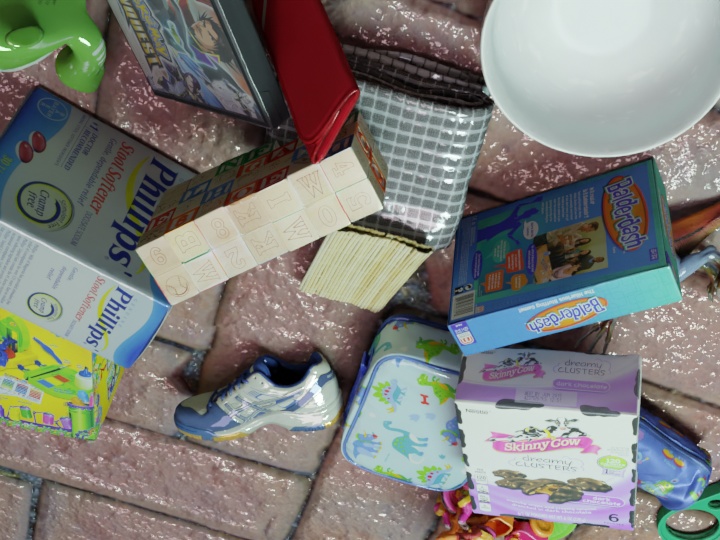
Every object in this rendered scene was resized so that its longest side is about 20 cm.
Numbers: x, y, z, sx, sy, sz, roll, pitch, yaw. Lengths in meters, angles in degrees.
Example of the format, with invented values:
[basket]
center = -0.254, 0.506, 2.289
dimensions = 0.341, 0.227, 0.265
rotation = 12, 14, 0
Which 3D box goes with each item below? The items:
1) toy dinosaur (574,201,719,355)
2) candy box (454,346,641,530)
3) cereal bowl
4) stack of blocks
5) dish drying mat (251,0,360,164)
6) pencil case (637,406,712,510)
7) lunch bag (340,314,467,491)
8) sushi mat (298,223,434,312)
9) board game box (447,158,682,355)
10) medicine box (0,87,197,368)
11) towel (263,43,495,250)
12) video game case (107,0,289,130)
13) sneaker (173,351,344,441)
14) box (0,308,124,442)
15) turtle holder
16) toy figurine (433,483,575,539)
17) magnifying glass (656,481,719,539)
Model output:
[toy dinosaur]
center = 0.257, -0.013, 1.037
dimensions = 0.180, 0.105, 0.202
rotation = 15, 98, 9
[candy box]
center = 0.185, 0.164, 1.047
dimensions = 0.166, 0.072, 0.201
rotation = 3, 138, 16
[cereal bowl]
center = 0.195, -0.194, 0.861
dimensions = 0.198, 0.084, 0.201
rotation = 5, 130, 6
[stack of blocks]
center = -0.078, -0.059, 0.895
dimensions = 0.199, 0.115, 0.059
rotation = -23, 114, 16
[dish drying mat]
center = -0.049, -0.180, 0.846
dimensions = 0.018, 0.201, 0.077
rotation = 6, 136, -31
[pencil case]
center = 0.298, 0.183, 1.168
dimensions = 0.199, 0.078, 0.087
rotation = 36, 154, -22
[lunch bag]
center = 0.066, 0.144, 1.173
dimensions = 0.159, 0.083, 0.201
rotation = 15, 131, -5
[sushi mat]
center = 0.000, 0.000, 1.042
dimensions = 0.095, 0.012, 0.200
rotation = 15, 160, -8
[board game box]
center = 0.181, -0.013, 0.974
dimensions = 0.198, 0.153, 0.045
rotation = -17, 127, 23
[medicine box]
center = -0.258, -0.041, 1.002
dimensions = 0.199, 0.183, 0.103
rotation = 28, 130, -14
[towel]
center = 0.006, -0.111, 0.964
dimensions = 0.198, 0.086, 0.167
rotation = 12, 130, -1
[video game case]
center = -0.153, -0.217, 0.871
dimensions = 0.180, 0.025, 0.201
rotation = 22, 144, 44
[sneaker]
center = -0.120, 0.134, 1.214
dimensions = 0.198, 0.075, 0.089
rotation = -9, 117, 8
[box]
center = -0.361, 0.058, 1.145
dimensions = 0.198, 0.123, 0.194
rotation = 12, 131, 0
[turtle holder]
center = -0.296, -0.231, 0.895
dimensions = 0.184, 0.142, 0.131
rotation = 2, 170, -38
[toy figurine]
center = 0.144, 0.334, 1.242
dimensions = 0.199, 0.185, 0.150
rotation = 33, 138, -12
[magnifying glass]
center = 0.420, 0.264, 1.260
dimensions = 0.079, 0.023, 0.201
rotation = 23, 132, -9
